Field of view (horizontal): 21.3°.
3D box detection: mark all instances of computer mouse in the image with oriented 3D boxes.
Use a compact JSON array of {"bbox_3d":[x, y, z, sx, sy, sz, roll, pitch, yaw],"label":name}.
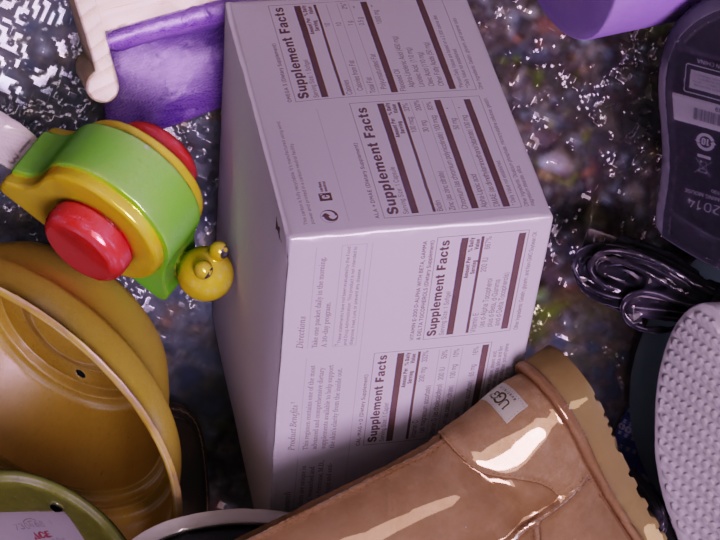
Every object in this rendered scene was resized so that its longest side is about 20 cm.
[{"bbox_3d":[0.175,-0.050,0.871,0.138,0.053,0.200,23,135,21],"label":"computer mouse"}]

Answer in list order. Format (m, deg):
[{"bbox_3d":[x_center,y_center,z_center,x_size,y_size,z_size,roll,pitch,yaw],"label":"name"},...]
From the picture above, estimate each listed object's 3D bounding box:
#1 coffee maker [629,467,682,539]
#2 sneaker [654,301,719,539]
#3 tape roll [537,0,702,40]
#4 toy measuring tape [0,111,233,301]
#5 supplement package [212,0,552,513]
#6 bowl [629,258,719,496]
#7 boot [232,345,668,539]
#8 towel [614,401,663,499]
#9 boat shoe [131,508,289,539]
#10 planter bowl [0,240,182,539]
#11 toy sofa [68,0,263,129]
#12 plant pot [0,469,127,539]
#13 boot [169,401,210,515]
[{"bbox_3d":[0.167,0.203,0.951,0.200,0.192,0.135,44,71,-19],"label":"coffee maker"},{"bbox_3d":[0.207,0.110,0.891,0.114,0.073,0.201,-7,83,-29],"label":"sneaker"},{"bbox_3d":[0.121,-0.209,0.857,0.085,0.200,0.200,-13,105,-10],"label":"tape roll"},{"bbox_3d":[-0.135,-0.055,0.842,0.200,0.074,0.074,38,92,-4],"label":"toy measuring tape"},{"bbox_3d":[0.000,0.000,0.861,0.111,0.156,0.200,-5,135,-12],"label":"supplement package"},{"bbox_3d":[0.245,0.077,0.969,0.201,0.105,0.201,-1,108,-4],"label":"bowl"},{"bbox_3d":[0.031,0.144,0.819,0.200,0.066,0.175,-33,115,-8],"label":"boot"},{"bbox_3d":[0.202,0.114,1.043,0.145,0.024,0.200,22,97,-16],"label":"towel"},{"bbox_3d":[-0.018,0.160,0.859,0.200,0.068,0.072,29,128,-36],"label":"boat shoe"},{"bbox_3d":[-0.153,0.048,0.893,0.200,0.200,0.083,50,45,-18],"label":"planter bowl"},{"bbox_3d":[-0.038,-0.125,0.902,0.200,0.083,0.098,-16,105,-9],"label":"toy sofa"},{"bbox_3d":[-0.186,0.192,0.859,0.187,0.187,0.200,30,113,-17],"label":"plant pot"},{"bbox_3d":[-0.101,0.171,0.944,0.075,0.097,0.200,7,102,-24],"label":"boot"}]
